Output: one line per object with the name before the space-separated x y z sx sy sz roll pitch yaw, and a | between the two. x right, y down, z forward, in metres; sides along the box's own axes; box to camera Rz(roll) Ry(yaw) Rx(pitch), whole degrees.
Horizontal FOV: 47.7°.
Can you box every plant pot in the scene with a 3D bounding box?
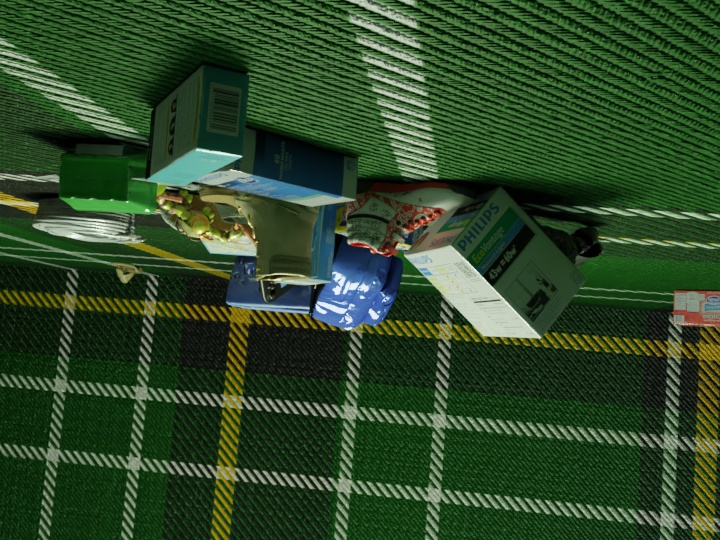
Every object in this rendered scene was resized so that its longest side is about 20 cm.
plant pot | -0.176 -0.002 1.805 0.197 0.182 0.200 4 175 7

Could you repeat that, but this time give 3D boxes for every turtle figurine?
turtle figurine | -0.269 -0.081 1.373 0.198 0.065 0.161 25 -175 -21

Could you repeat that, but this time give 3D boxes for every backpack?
backpack | 0.000 0.000 1.602 0.166 0.164 0.201 14 141 -3

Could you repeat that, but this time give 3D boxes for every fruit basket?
fruit basket | -0.341 -0.136 1.186 0.183 0.095 0.200 4 -171 12

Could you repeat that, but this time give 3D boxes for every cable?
cable | -0.565 -0.104 1.677 0.198 0.070 0.199 1 173 39

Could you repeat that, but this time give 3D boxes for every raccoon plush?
raccoon plush | 0.315 -0.068 1.409 0.096 0.135 0.199 -23 -171 45

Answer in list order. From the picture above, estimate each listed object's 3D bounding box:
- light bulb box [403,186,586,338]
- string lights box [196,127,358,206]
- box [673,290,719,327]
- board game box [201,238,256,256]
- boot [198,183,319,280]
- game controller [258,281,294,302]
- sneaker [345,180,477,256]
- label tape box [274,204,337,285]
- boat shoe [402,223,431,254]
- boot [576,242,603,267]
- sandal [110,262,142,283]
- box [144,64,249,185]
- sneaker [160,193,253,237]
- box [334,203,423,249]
light bulb box | 0.204 -0.006 1.274 0.200 0.125 0.198 45 165 -11
string lights box | -0.110 -0.131 1.058 0.198 0.060 0.102 10 172 -41
box | 1.027 0.113 2.383 0.198 0.104 0.094 -1 173 36
board game box | -0.231 -0.074 1.656 0.197 0.035 0.135 4 155 11
boot | -0.165 -0.064 1.280 0.197 0.158 0.073 5 175 4
game controller | -0.129 -0.019 1.639 0.042 0.199 0.105 36 145 24
sneaker | 0.073 -0.075 1.219 0.199 0.110 0.067 3 174 15
label tape box | -0.083 -0.051 1.405 0.065 0.145 0.199 8 174 -27
boat shoe | 0.091 -0.060 1.595 0.072 0.063 0.199 8 174 -32
boot | 0.371 -0.035 1.635 0.197 0.079 0.138 -8 172 -10
sandal | -0.907 0.015 3.174 0.077 0.071 0.212 4 174 8
box | -0.175 -0.144 0.851 0.049 0.084 0.199 7 175 -27
sneaker | -0.276 -0.093 1.507 0.198 0.077 0.087 10 177 -24
box | 0.036 -0.081 1.420 0.069 0.065 0.199 1 173 31
